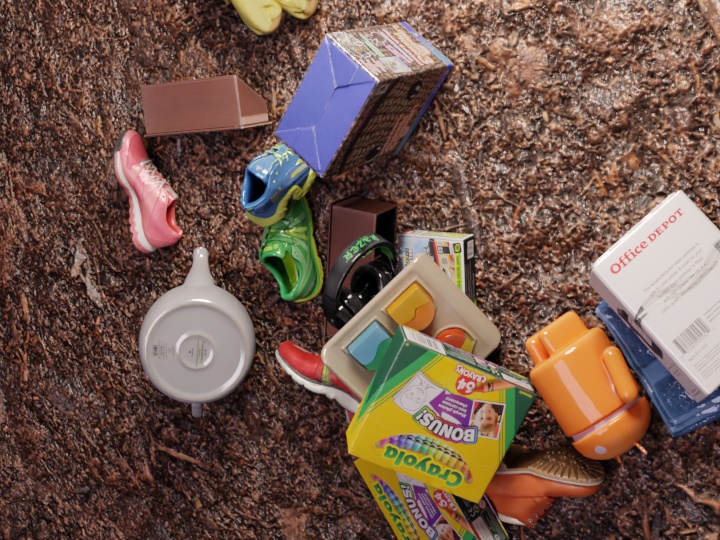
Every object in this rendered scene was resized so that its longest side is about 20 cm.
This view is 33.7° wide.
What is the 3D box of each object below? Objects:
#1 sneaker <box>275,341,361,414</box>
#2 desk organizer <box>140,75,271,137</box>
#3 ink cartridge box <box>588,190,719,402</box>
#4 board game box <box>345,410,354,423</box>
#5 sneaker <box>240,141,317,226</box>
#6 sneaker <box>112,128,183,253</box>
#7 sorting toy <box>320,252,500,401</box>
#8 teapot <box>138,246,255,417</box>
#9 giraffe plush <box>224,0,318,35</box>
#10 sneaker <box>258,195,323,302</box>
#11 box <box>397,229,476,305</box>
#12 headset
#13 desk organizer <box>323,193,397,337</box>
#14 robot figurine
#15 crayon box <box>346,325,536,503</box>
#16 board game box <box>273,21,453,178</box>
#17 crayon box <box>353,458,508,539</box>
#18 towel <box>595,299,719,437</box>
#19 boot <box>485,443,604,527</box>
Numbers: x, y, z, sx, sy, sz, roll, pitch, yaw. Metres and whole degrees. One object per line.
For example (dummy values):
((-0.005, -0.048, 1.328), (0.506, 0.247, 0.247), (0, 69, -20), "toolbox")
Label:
((-0.033, 0.142, 1.759), (0.198, 0.077, 0.086), (25, 104, 21), "sneaker")
((-0.237, -0.250, 1.800), (0.198, 0.071, 0.078), (0, 102, 34), "desk organizer")
((0.389, 0.031, 1.414), (0.144, 0.084, 0.200), (-40, 77, -2), "ink cartridge box")
((0.063, 0.192, 1.755), (0.198, 0.030, 0.097), (6, 106, 31), "board game box")
((-0.102, -0.151, 1.691), (0.075, 0.105, 0.201), (34, 95, 18), "sneaker")
((-0.335, -0.133, 1.921), (0.086, 0.074, 0.203), (-8, 103, 21), "sneaker")
((0.072, 0.104, 1.600), (0.200, 0.036, 0.185), (-45, 115, 1), "sorting toy")
((-0.256, 0.107, 1.880), (0.200, 0.146, 0.198), (-42, 106, 6), "teapot")
((-0.171, -0.430, 1.677), (0.162, 0.197, 0.175), (35, 128, 55), "giraffe plush")
((-0.112, -0.050, 1.771), (0.073, 0.083, 0.203), (-17, 93, 36), "sneaker")
((0.109, 0.048, 1.677), (0.109, 0.035, 0.203), (5, 106, 33), "box")
((0.009, 0.045, 1.622), (0.094, 0.123, 0.202), (35, 145, 28), "headset")
((0.000, 0.000, 1.717), (0.076, 0.071, 0.203), (13, 110, 28), "desk organizer")
((0.296, 0.155, 1.529), (0.143, 0.116, 0.201), (-36, 83, 25), "robot figurine")
((0.105, 0.192, 1.575), (0.198, 0.058, 0.174), (23, 104, -13), "crayon box")
((0.005, -0.227, 1.569), (0.097, 0.199, 0.160), (43, 123, 15), "board game box")
((0.099, 0.330, 1.721), (0.172, 0.058, 0.202), (-37, 82, 50), "crayon box")
((0.388, 0.100, 1.493), (0.111, 0.048, 0.202), (-34, 83, 35), "towel")
((0.252, 0.301, 1.633), (0.198, 0.075, 0.109), (-3, 105, 43), "boot")
